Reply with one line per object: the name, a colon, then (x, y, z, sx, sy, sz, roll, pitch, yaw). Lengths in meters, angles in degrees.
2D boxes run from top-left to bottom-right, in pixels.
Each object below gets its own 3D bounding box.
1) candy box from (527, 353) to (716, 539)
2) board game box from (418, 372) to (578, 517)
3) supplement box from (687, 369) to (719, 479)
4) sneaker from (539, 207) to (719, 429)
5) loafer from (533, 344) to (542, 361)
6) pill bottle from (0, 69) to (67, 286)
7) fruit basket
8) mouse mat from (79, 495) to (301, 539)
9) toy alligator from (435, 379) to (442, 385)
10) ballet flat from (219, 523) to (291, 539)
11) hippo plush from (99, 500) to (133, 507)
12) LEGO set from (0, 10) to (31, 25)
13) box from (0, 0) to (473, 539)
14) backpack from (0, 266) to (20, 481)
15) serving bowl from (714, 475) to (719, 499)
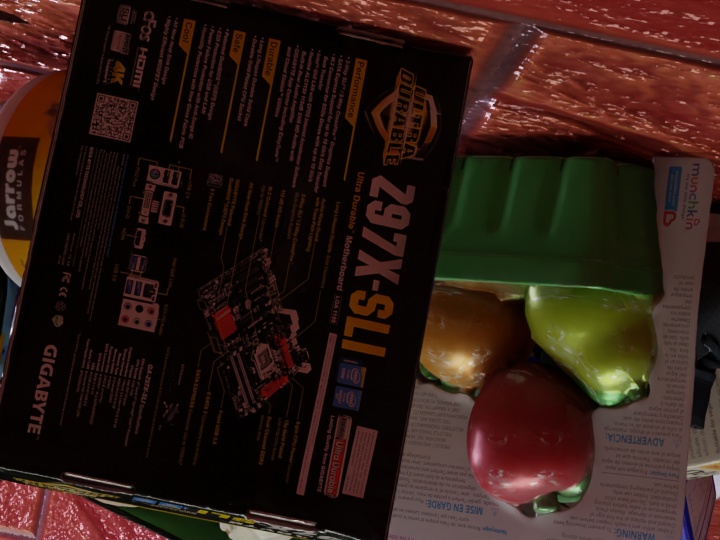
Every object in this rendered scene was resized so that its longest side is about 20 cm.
candy box: (0.133, 0.100, 1.417, 0.168, 0.077, 0.201, 7, 139, 24)
board game box: (0.048, 0.107, 1.199, 0.153, 0.040, 0.200, 37, -173, 18)
supplement box: (0.203, 0.068, 1.174, 0.199, 0.074, 0.126, -15, 170, 29)
sneaker: (0.181, 0.044, 1.062, 0.201, 0.148, 0.077, 5, 168, 26)
loafer: (0.111, 0.012, 1.234, 0.070, 0.068, 0.201, 43, 179, 8)
pill bottle: (-0.097, -0.036, 1.002, 0.199, 0.110, 0.109, 4, 169, 35)
fruit basket: (0.083, 0.046, 1.025, 0.184, 0.202, 0.093, 2, -178, 41)
mouse mat: (-0.112, 0.117, 1.294, 0.199, 0.008, 0.161, 25, -161, 2)
toy alligator: (0.088, 0.118, 1.354, 0.059, 0.054, 0.200, -11, 129, 41)
ballet flat: (-0.048, 0.119, 1.209, 0.072, 0.074, 0.200, 12, -178, -6)
hippo plush: (-0.093, 0.031, 1.208, 0.159, 0.201, 0.160, -14, 131, 3)
LEGO set: (-0.223, -0.114, 0.797, 0.198, 0.117, 0.154, 18, -161, -17)
box: (-0.051, -0.003, 0.866, 0.158, 0.202, 0.049, 12, 169, -9)
backpack: (-0.260, 0.044, 1.346, 0.133, 0.202, 0.183, 19, 180, 13)
serving bowl: (0.169, 0.091, 1.527, 0.198, 0.066, 0.201, 16, 152, 9)
